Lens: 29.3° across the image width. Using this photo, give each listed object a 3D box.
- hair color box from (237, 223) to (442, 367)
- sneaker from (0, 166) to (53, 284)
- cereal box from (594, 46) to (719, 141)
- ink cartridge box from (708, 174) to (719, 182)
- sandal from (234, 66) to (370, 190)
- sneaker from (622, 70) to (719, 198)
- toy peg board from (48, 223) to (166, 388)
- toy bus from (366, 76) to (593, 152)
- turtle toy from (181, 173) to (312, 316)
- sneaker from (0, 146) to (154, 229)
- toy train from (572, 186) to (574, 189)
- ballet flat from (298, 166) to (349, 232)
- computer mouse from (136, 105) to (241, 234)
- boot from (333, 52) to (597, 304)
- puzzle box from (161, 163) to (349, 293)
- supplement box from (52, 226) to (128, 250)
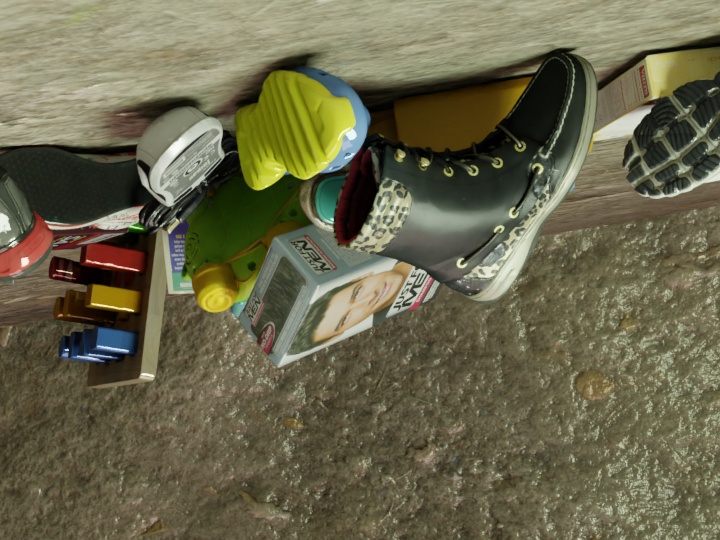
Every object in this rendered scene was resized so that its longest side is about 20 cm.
[{"bbox_3d":[0.000,0.000,1.158,0.199,0.061,0.100,-21,149,-42],"label":"hair color box"},{"bbox_3d":[-0.323,-0.059,1.042,0.198,0.099,0.071,15,-131,29],"label":"sneaker"},{"bbox_3d":[0.282,-0.155,1.192,0.142,0.040,0.200,-9,176,-9],"label":"cereal box"},{"bbox_3d":[0.378,-0.134,1.325,0.197,0.051,0.161,-7,-163,15],"label":"ink cartridge box"},{"bbox_3d":[-0.031,-0.107,0.997,0.086,0.081,0.200,-13,-174,-18],"label":"sandal"},{"bbox_3d":[0.297,-0.116,1.075,0.199,0.078,0.079,-33,153,27],"label":"sneaker"},{"bbox_3d":[-0.286,0.017,1.491,0.097,0.202,0.199,11,168,-25],"label":"toy peg board"},{"bbox_3d":[0.091,-0.116,1.150,0.197,0.066,0.078,-9,176,7],"label":"toy bus"},{"bbox_3d":[-0.071,-0.035,1.218,0.198,0.147,0.101,-26,139,11],"label":"turtle toy"},{"bbox_3d":[-0.244,-0.064,1.176,0.199,0.068,0.107,-9,175,-39],"label":"sneaker"},{"bbox_3d":[0.133,-0.090,1.384,0.113,0.088,0.200,-3,165,-23],"label":"toy train"},{"bbox_3d":[0.041,-0.057,1.114,0.197,0.069,0.067,7,-178,-21],"label":"ballet flat"},{"bbox_3d":[-0.140,-0.090,1.080,0.109,0.044,0.200,-42,174,-10],"label":"computer mouse"},{"bbox_3d":[0.079,-0.082,1.027,0.152,0.206,0.073,16,-163,-32],"label":"boot"},{"bbox_3d":[-0.090,-0.044,1.295,0.197,0.135,0.026,-2,-149,-1],"label":"puzzle box"},{"bbox_3d":[-0.326,-0.050,1.270,0.198,0.062,0.108,-6,176,-44],"label":"supplement box"}]
